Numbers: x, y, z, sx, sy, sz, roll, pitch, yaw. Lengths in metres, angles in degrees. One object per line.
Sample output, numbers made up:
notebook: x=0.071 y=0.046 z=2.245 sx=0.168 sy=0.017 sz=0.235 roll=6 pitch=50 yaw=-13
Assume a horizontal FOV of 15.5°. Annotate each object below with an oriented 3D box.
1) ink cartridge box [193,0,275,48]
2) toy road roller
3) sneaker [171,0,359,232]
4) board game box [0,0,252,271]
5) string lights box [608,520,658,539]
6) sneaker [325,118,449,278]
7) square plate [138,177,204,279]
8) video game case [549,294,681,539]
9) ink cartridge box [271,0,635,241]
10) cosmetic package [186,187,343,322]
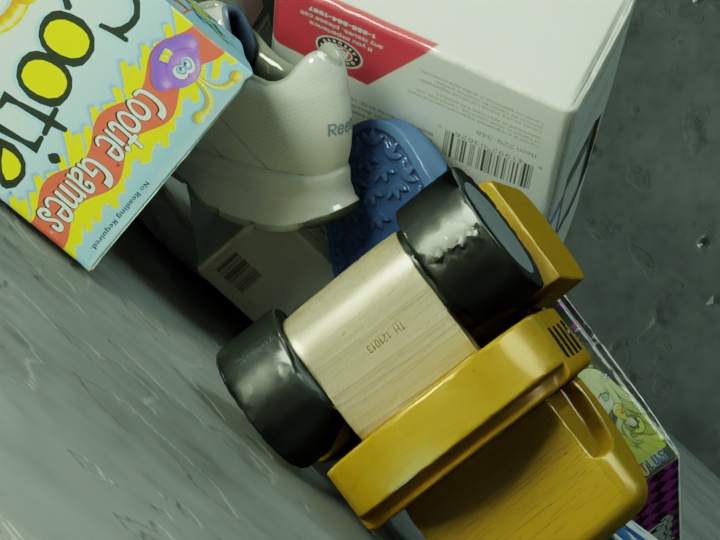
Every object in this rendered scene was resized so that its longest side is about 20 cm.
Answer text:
ink cartridge box: x=-0.059 y=-0.169 z=1.233 sx=0.084 sy=0.147 sz=0.200 roll=19 pitch=-19 yaw=11
toy road roller: x=0.042 y=0.054 z=1.044 sx=0.146 sy=0.123 sz=0.200 roll=54 pitch=10 yaw=5
sneaker: x=-0.087 y=-0.083 z=1.166 sx=0.199 sy=0.088 sz=0.074 roll=16 pitch=22 yaw=18
board game box: x=-0.153 y=-0.109 z=1.052 sx=0.200 sy=0.103 sz=0.105 roll=39 pitch=6 yaw=-12
string lights box: x=0.122 y=0.158 z=1.034 sx=0.103 sy=0.059 sz=0.200 roll=36 pitch=6 yaw=-35
sneaker: x=0.047 y=0.023 z=1.193 sx=0.078 sy=0.070 sz=0.201 roll=-23 pitch=95 yaw=-56
square plate: x=-0.087 y=-0.046 z=1.352 sx=0.200 sy=0.028 sz=0.198 roll=50 pitch=12 yaw=28
video game case: x=0.104 y=0.070 z=1.385 sx=0.182 sy=0.036 sz=0.200 roll=55 pitch=-8 yaw=23
ink cartridge box: x=0.037 y=-0.079 z=1.230 sx=0.147 sy=0.086 sz=0.200 roll=24 pitch=-26 yaw=8
cosmetic package: x=0.005 y=0.026 z=1.251 sx=0.200 sy=0.051 sz=0.083 roll=42 pitch=15 yaw=-26
